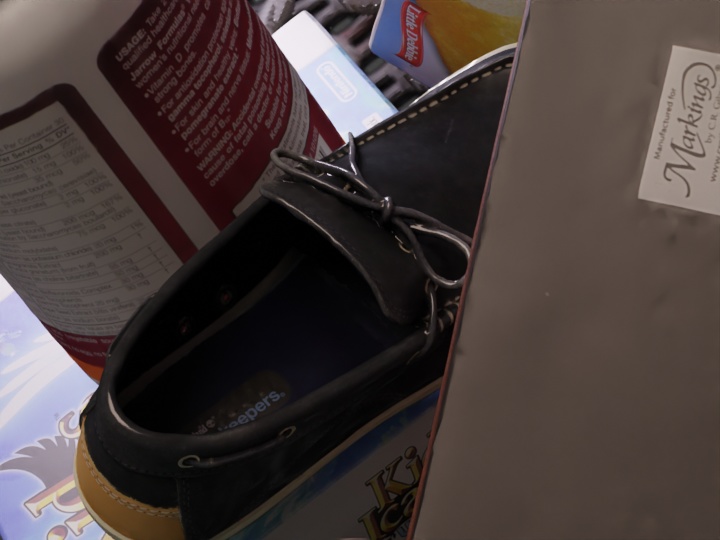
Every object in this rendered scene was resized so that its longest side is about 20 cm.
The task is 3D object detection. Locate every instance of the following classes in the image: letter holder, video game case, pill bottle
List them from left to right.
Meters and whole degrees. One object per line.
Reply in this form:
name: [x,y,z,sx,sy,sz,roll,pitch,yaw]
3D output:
pill bottle: [-0.086,-0.060,0.841,0.109,0.200,0.110,-19,42,19]
video game case: [-0.041,0.027,0.918,0.181,0.045,0.200,-39,39,0]
letter holder: [0.093,0.003,0.759,0.100,0.142,0.201,11,84,16]

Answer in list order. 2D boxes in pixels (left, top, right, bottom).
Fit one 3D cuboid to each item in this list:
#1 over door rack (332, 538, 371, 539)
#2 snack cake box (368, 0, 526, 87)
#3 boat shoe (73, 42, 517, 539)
over door rack: [-0.075,0.168,0.756,0.147,0.067,0.201,-12,61,26]
snack cake box: [0.070,-0.138,0.882,0.067,0.200,0.115,31,67,5]
boat shoe: [0.000,0.000,0.808,0.200,0.062,0.075,-40,67,-21]
